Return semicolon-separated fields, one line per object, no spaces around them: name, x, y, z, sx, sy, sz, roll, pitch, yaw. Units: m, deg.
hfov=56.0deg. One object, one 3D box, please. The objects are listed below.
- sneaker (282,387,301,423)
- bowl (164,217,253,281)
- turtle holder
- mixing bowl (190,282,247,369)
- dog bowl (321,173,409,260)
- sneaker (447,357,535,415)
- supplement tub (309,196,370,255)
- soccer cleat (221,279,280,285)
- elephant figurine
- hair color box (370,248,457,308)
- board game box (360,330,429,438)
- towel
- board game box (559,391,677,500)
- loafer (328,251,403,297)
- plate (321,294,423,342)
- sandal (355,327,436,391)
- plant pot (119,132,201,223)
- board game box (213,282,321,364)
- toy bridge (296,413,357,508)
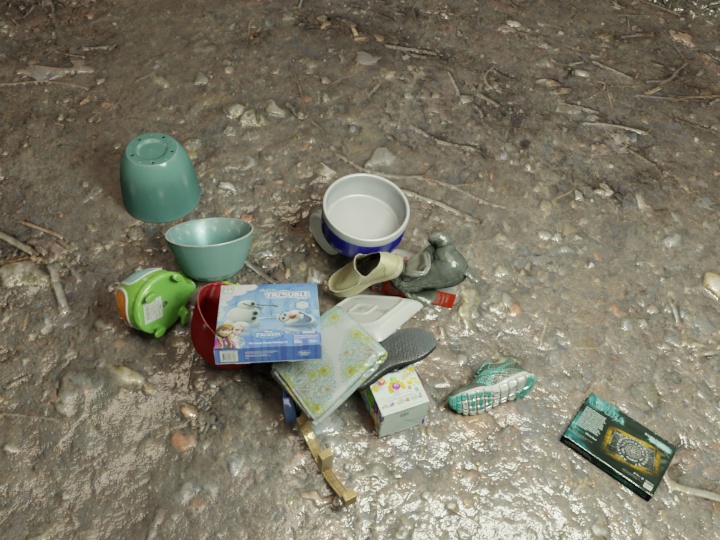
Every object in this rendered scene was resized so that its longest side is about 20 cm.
sneaker;-0.120;0.225;1.418;0.078;0.070;0.200;-3;50;2
bowl;-0.344;-0.044;1.569;0.200;0.105;0.201;-2;23;1
turtle holder;-0.453;0.048;1.491;0.131;0.141;0.186;15;57;28
mixing bowl;-0.281;0.134;1.429;0.200;0.108;0.200;32;26;-17
dog bowl;0.009;-0.124;1.559;0.200;0.079;0.200;4;55;-6
sneaker;0.269;0.244;1.448;0.200;0.078;0.091;-12;37;-19
supplement tub;-0.017;-0.133;1.684;0.200;0.123;0.123;-33;60;-27
soccer cleat;-0.236;0.071;1.545;0.199;0.068;0.081;4;63;3
elephant figurine;0.130;0.011;1.518;0.200;0.155;0.142;-29;94;-10
hair color box;0.133;0.014;1.616;0.199;0.061;0.102;13;53;5
board game box;0.052;0.226;1.410;0.105;0.103;0.200;-14;54;-15
towel;-0.066;0.184;1.335;0.200;0.048;0.171;-44;51;-5
board game box;0.532;0.358;1.393;0.200;0.028;0.135;34;56;22
loafer;0.000;0.000;1.505;0.200;0.068;0.076;-23;49;31
plate;0.006;0.095;1.464;0.200;0.032;0.199;2;20;33
sandal;0.058;0.177;1.361;0.200;0.043;0.076;-25;55;-9
plant pot;-0.513;-0.247;1.709;0.200;0.161;0.201;3;51;-3
board game box;-0.180;0.099;1.330;0.199;0.043;0.199;-2;34;-6
toy bridge;-0.069;0.368;1.308;0.027;0.067;0.200;-23;55;-22
